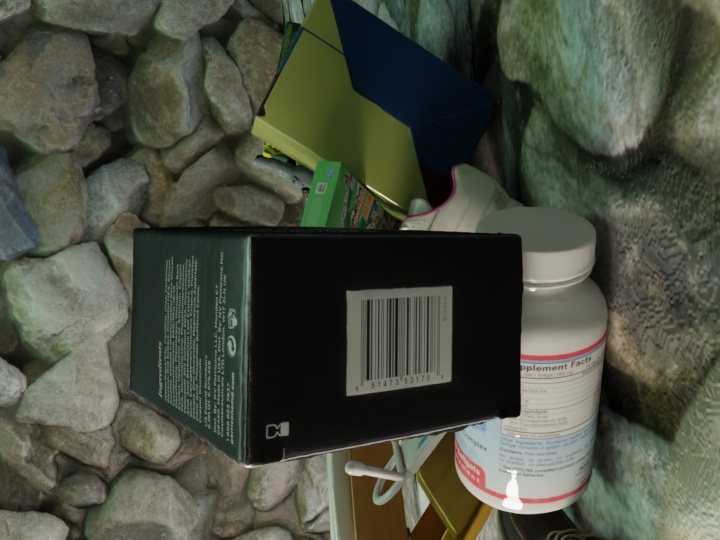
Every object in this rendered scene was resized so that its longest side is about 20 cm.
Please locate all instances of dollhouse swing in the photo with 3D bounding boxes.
[{"bbox_3d":[0.061,0.207,0.811,0.173,0.182,0.203,30,145,20],"label":"dollhouse swing"}]

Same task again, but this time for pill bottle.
[{"bbox_3d":[0.122,0.064,0.552,0.109,0.105,0.206,-116,21,-65],"label":"pill bottle"}]

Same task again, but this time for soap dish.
[{"bbox_3d":[0.003,0.236,0.847,0.159,0.079,0.205,95,170,-59],"label":"soap dish"}]

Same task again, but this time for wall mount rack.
[{"bbox_3d":[0.050,0.116,0.657,0.202,0.074,0.174,-54,4,4],"label":"wall mount rack"}]

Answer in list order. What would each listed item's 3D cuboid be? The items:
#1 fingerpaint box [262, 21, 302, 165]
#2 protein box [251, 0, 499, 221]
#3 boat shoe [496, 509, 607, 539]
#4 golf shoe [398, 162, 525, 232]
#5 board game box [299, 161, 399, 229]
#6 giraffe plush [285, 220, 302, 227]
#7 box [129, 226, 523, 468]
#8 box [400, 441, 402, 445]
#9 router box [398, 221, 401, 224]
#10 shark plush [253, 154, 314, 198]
[{"bbox_3d":[-0.043,-0.242,1.074,0.074,0.162,0.205,104,175,-64],"label":"fingerpaint box"},{"bbox_3d":[0.003,-0.157,0.775,0.137,0.195,0.200,-60,11,1],"label":"protein box"},{"bbox_3d":[0.166,0.227,0.556,0.201,0.072,0.075,-122,35,-51],"label":"boat shoe"},{"bbox_3d":[0.054,-0.008,0.674,0.092,0.200,0.075,45,-177,-2],"label":"golf shoe"},{"bbox_3d":[-0.023,0.025,0.679,0.134,0.028,0.205,38,-118,-57],"label":"board game box"},{"bbox_3d":[0.000,0.000,0.828,0.165,0.197,0.173,61,-178,4],"label":"giraffe plush"},{"bbox_3d":[-0.030,0.032,0.495,0.198,0.192,0.121,5,95,56],"label":"box"},{"bbox_3d":[0.071,0.189,1.098,0.200,0.042,0.165,69,-167,-85],"label":"box"},{"bbox_3d":[0.067,-0.088,0.995,0.200,0.051,0.162,125,138,-77],"label":"router box"},{"bbox_3d":[-0.049,-0.114,0.996,0.092,0.198,0.083,-54,-6,27],"label":"shark plush"}]
